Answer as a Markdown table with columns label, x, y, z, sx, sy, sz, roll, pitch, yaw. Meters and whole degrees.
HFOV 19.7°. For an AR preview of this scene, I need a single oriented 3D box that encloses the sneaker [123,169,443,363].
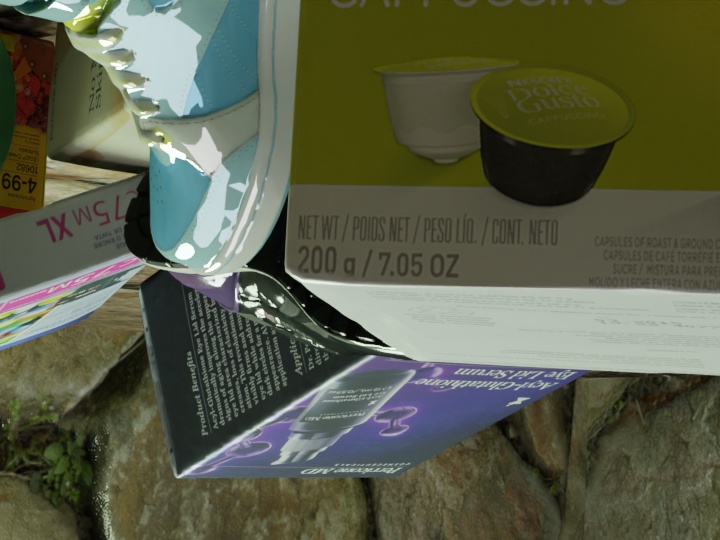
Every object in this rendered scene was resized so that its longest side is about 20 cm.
| label | x | y | z | sx | sy | sz | roll | pitch | yaw |
| --- | --- | --- | --- | --- | --- | --- | --- | --- | --- |
| sneaker | 0.000 | 0.000 | 0.827 | 0.199 | 0.076 | 0.087 | 19 | 164 | 45 |

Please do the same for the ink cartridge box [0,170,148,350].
| label | x | y | z | sx | sy | sz | roll | pitch | yaw |
| --- | --- | --- | --- | --- | --- | --- | --- | --- | --- |
| ink cartridge box | -0.173 | 0.011 | 1.005 | 0.118 | 0.042 | 0.200 | -20 | 176 | -25 |

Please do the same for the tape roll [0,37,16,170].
| label | x | y | z | sx | sy | sz | roll | pitch | yaw |
| --- | --- | --- | --- | --- | --- | --- | --- | --- | --- |
| tape roll | -0.256 | -0.065 | 0.940 | 0.199 | 0.201 | 0.048 | 9 | -151 | -45 |

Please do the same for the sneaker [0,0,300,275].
| label | x | y | z | sx | sy | sz | roll | pitch | yaw |
| --- | --- | --- | --- | --- | --- | --- | --- | --- | --- |
| sneaker | -0.085 | -0.085 | 0.698 | 0.129 | 0.202 | 0.080 | -6 | -147 | -25 |

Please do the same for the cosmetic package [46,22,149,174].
| label | x | y | z | sx | sy | sz | roll | pitch | yaw |
| --- | --- | --- | --- | --- | --- | --- | --- | --- | --- |
| cosmetic package | -0.075 | -0.105 | 0.878 | 0.070 | 0.106 | 0.200 | 8 | 171 | -20 |

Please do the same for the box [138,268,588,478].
| label | x | y | z | sx | sy | sz | roll | pitch | yaw |
| --- | --- | --- | --- | --- | --- | --- | --- | --- | --- |
| box | 0.011 | 0.019 | 0.985 | 0.147 | 0.105 | 0.200 | 3 | 154 | -38 |

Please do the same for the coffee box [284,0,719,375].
| label | x | y | z | sx | sy | sz | roll | pitch | yaw |
| --- | --- | --- | --- | --- | --- | --- | --- | --- | --- |
| coffee box | 0.098 | -0.077 | 0.634 | 0.198 | 0.200 | 0.200 | 2 | 172 | 12 |

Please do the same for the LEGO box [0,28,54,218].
| label | x | y | z | sx | sy | sz | roll | pitch | yaw |
| --- | --- | --- | --- | --- | --- | --- | --- | --- | --- |
| LEGO box | -0.266 | -0.064 | 1.092 | 0.077 | 0.151 | 0.199 | -4 | 171 | 44 |
